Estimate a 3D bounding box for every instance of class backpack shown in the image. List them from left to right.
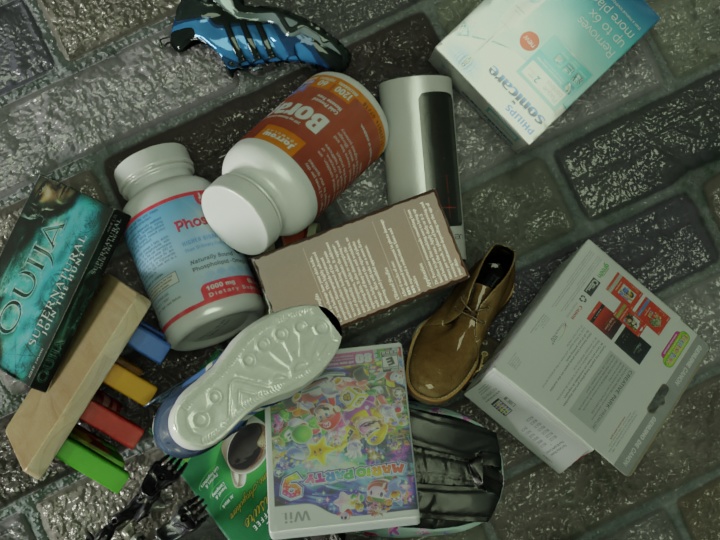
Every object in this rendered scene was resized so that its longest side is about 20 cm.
[{"bbox_3d":[0.050,0.201,1.603,0.200,0.127,0.167,6,88,0],"label":"backpack"}]

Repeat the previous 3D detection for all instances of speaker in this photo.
[{"bbox_3d":[0.066,-0.103,1.644,0.081,0.081,0.200,-4,87,-3],"label":"speaker"}]

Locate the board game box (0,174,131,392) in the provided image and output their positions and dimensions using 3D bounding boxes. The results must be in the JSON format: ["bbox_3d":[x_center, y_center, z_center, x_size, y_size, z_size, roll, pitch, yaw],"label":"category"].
[{"bbox_3d":[-0.328,0.010,1.598,0.135,0.028,0.200,23,86,40],"label":"board game box"}]

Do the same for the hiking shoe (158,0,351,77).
[{"bbox_3d":[-0.108,-0.241,1.652,0.200,0.074,0.087,22,94,8],"label":"hiking shoe"}]

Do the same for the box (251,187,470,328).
[{"bbox_3d":[0.000,0.000,1.563,0.200,0.075,0.100,-21,88,-3],"label":"box"}]

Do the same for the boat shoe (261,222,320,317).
[{"bbox_3d":[-0.084,0.043,1.632,0.063,0.071,0.200,6,87,5],"label":"boat shoe"}]

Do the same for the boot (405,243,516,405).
[{"bbox_3d":[0.105,0.050,1.596,0.074,0.075,0.200,27,56,9],"label":"boot"}]

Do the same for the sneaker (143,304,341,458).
[{"bbox_3d":[-0.119,0.109,1.513,0.200,0.146,0.081,-38,94,-19],"label":"sneaker"}]

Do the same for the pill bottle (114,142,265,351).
[{"bbox_3d":[-0.183,-0.026,1.601,0.109,0.109,0.200,-23,75,-4],"label":"pill bottle"}]

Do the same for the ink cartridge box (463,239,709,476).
[{"bbox_3d":[0.237,0.102,1.601,0.176,0.084,0.200,40,59,1],"label":"ink cartridge box"}]

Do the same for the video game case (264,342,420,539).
[{"bbox_3d":[-0.021,0.163,1.512,0.143,0.018,0.200,-6,53,2],"label":"video game case"}]

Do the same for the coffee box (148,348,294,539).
[{"bbox_3d":[-0.120,0.190,1.576,0.123,0.044,0.200,-50,57,10],"label":"coffee box"}]

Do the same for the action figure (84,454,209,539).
[{"bbox_3d":[-0.211,0.277,1.587,0.102,0.200,0.119,-23,68,-40],"label":"action figure"}]

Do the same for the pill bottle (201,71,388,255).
[{"bbox_3d":[-0.068,-0.108,1.581,0.112,0.112,0.200,44,55,0],"label":"pill bottle"}]

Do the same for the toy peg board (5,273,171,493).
[{"bbox_3d":[-0.256,0.120,1.567,0.098,0.200,0.199,34,85,-19],"label":"toy peg board"}]

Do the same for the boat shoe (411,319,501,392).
[{"bbox_3d":[0.145,0.115,1.646,0.200,0.060,0.072,36,86,-1],"label":"boat shoe"}]

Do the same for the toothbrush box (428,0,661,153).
[{"bbox_3d":[0.194,-0.247,1.656,0.200,0.085,0.146,-43,90,-3],"label":"toothbrush box"}]
